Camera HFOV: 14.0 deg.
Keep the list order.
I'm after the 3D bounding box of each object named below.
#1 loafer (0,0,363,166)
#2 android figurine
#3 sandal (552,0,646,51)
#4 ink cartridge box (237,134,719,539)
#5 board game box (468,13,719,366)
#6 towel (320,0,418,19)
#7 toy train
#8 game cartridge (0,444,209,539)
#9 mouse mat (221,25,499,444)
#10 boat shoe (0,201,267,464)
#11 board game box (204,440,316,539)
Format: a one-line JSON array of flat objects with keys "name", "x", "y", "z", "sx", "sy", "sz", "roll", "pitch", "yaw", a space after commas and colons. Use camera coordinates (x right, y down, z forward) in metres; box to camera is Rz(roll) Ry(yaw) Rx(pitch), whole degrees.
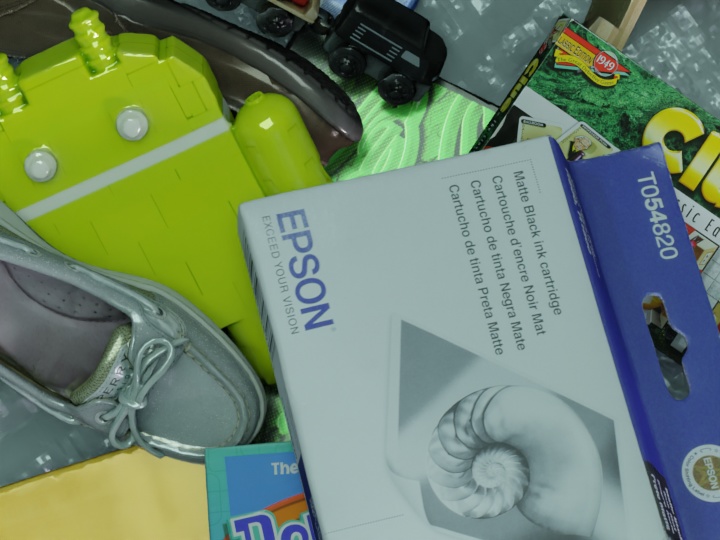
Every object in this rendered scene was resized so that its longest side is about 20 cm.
[{"name": "loafer", "x": -0.093, "y": -0.092, "z": 1.376, "sx": 0.199, "sy": 0.073, "sz": 0.071, "roll": 25, "pitch": 95, "yaw": 12}, {"name": "android figurine", "x": -0.103, "y": -0.023, "z": 1.330, "sx": 0.181, "sy": 0.041, "sz": 0.200, "roll": -22, "pitch": 113, "yaw": 6}, {"name": "sandal", "x": 0.154, "y": -0.144, "z": 1.379, "sx": 0.069, "sy": 0.078, "sz": 0.212, "roll": 30, "pitch": 91, "yaw": -15}, {"name": "ink cartridge box", "x": 0.064, "y": 0.043, "z": 1.270, "sx": 0.199, "sy": 0.041, "sz": 0.200, "roll": -13, "pitch": 68, "yaw": -7}, {"name": "board game box", "x": 0.146, "y": -0.019, "z": 1.351, "sx": 0.200, "sy": 0.023, "sz": 0.105, "roll": 33, "pitch": 92, "yaw": -9}, {"name": "towel", "x": -0.036, "y": -0.214, "z": 1.407, "sx": 0.200, "sy": 0.024, "sz": 0.147, "roll": 30, "pitch": 86, "yaw": 4}, {"name": "toy train", "x": -0.047, "y": -0.139, "z": 1.353, "sx": 0.200, "sy": 0.046, "sz": 0.034, "roll": 28, "pitch": 41, "yaw": -15}, {"name": "game cartridge", "x": -0.117, "y": 0.189, "z": 1.350, "sx": 0.176, "sy": 0.032, "sz": 0.201, "roll": -17, "pitch": 87, "yaw": 4}, {"name": "mouse mat", "x": 0.000, "y": 0.000, "z": 1.391, "sx": 0.161, "sy": 0.008, "sz": 0.201, "roll": 26, "pitch": 84, "yaw": 4}, {"name": "boat shoe", "x": -0.132, "y": 0.028, "z": 1.289, "sx": 0.202, "sy": 0.065, "sz": 0.074, "roll": 36, "pitch": 108, "yaw": -11}, {"name": "board game box", "x": 0.014, "y": 0.170, "z": 1.265, "sx": 0.151, "sy": 0.045, "sz": 0.201, "roll": -5, "pitch": 67, "yaw": 0}]
